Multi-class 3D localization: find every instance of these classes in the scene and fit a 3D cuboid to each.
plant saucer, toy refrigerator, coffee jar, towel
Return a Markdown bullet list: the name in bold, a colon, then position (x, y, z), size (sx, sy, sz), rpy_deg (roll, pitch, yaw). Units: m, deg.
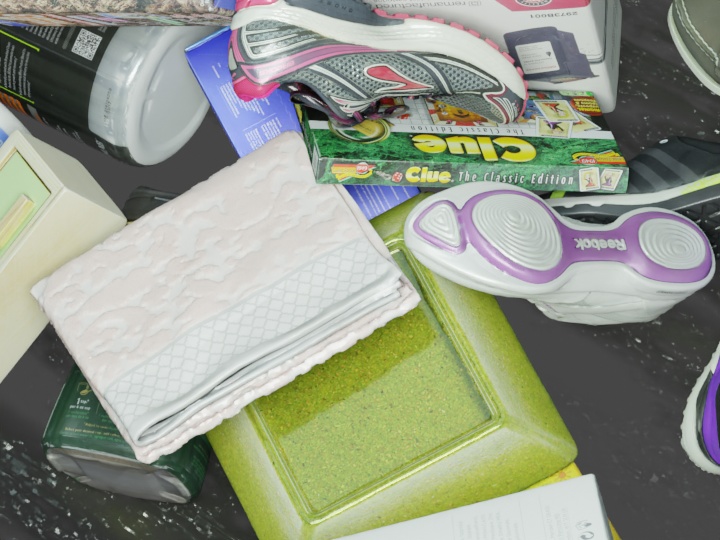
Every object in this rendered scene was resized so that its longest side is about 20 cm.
- **plant saucer**: position (0.000, 0.070, 1.659), size (0.200, 0.048, 0.200), rpy_deg (-28, 72, -2)
- **toy refrigerator**: position (-0.250, 0.013, 1.764), size (0.200, 0.070, 0.076), rpy_deg (-50, 49, 10)
- **coffee jar**: position (-0.128, 0.044, 1.756), size (0.104, 0.085, 0.200), rpy_deg (10, 68, 17)
- **towel**: position (-0.087, 0.011, 1.656), size (0.200, 0.032, 0.191), rpy_deg (-31, 40, -7)

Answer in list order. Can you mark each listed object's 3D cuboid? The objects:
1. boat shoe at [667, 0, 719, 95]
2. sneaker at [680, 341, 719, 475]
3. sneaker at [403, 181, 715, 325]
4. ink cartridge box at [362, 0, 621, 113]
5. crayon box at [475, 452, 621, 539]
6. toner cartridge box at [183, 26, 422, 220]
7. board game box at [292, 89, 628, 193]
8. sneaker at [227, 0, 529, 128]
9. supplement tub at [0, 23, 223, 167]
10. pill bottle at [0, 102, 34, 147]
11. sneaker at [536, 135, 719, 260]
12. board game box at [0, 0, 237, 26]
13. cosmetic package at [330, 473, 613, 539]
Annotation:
- **boat shoe**: position (0.277, -0.130, 1.764), size (0.072, 0.060, 0.202), rpy_deg (-40, 63, -9)
- **sneaker**: position (0.258, 0.029, 1.645), size (0.069, 0.100, 0.200), rpy_deg (14, 84, -12)
- **sneaker**: position (0.115, 0.002, 1.675), size (0.200, 0.100, 0.075), rpy_deg (9, 59, -19)
- **ink cartridge box**: position (0.086, -0.177, 1.752), size (0.145, 0.200, 0.084), rpy_deg (-1, 67, 12)
- **crayon box**: position (0.079, 0.156, 1.675), size (0.127, 0.051, 0.200), rpy_deg (-28, 61, -2)
- **toner cartridge box**: position (-0.028, -0.077, 1.777), size (0.095, 0.043, 0.200), rpy_deg (-28, 84, -3)
- **board game box**: position (0.062, -0.085, 1.720), size (0.200, 0.023, 0.105), rpy_deg (1, 34, -13)
- **sneaker**: position (0.009, -0.121, 1.680), size (0.200, 0.081, 0.075), rpy_deg (13, 80, -20)
- **supplement tub**: position (-0.203, -0.161, 1.852), size (0.200, 0.123, 0.123), rpy_deg (27, 73, 22)
- **pill bottle**: position (-0.317, -0.039, 1.823), size (0.114, 0.114, 0.200), rpy_deg (37, 77, 25)
- **sneaker**: position (0.189, -0.043, 1.752), size (0.200, 0.072, 0.083), rpy_deg (-7, 39, 8)
- **board game box**: position (-0.157, -0.237, 1.714), size (0.200, 0.097, 0.160), rpy_deg (2, 90, 24)
- **cosmetic package**: position (0.066, 0.248, 1.536), size (0.200, 0.200, 0.123), rpy_deg (-15, 27, 4)
